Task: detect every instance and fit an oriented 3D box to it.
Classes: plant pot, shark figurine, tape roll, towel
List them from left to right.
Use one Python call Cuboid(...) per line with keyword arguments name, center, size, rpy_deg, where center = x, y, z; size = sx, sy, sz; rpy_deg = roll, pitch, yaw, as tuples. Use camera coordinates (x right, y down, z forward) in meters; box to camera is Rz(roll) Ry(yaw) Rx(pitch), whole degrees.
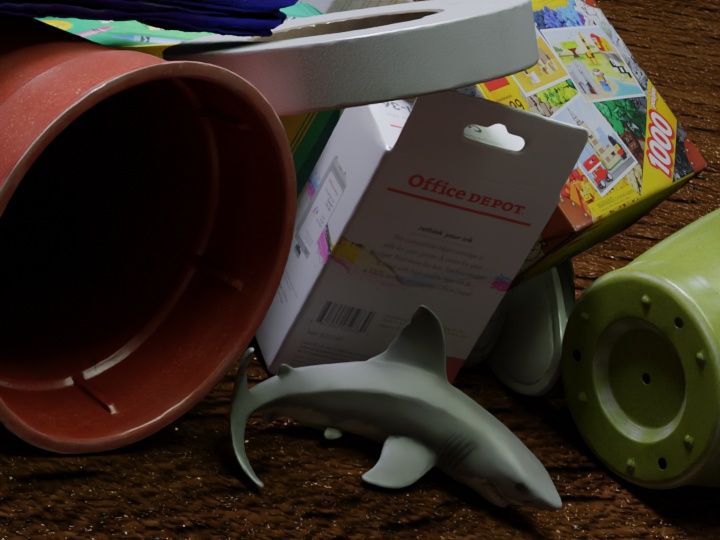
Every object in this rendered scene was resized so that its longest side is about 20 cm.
Cuboid(name="plant pot", center=(-0.170, -0.041, 1.239), size=(0.200, 0.202, 0.195), rpy_deg=(2, 22, -47))
Cuboid(name="towel", center=(-0.146, -0.149, 1.251), size=(0.199, 0.050, 0.147), rpy_deg=(3, 5, -42))
Cuboid(name="tape roll", center=(-0.004, -0.114, 1.313), size=(0.201, 0.037, 0.203), rpy_deg=(-8, 9, 1))
Cuboid(name="shark figurine", center=(0.006, 0.059, 1.321), size=(0.213, 0.090, 0.128), rpy_deg=(15, 20, -31))
Cuboid(name="plant pot", center=(0.229, 0.048, 1.487), size=(0.192, 0.202, 0.200), rpy_deg=(-11, 38, -41))

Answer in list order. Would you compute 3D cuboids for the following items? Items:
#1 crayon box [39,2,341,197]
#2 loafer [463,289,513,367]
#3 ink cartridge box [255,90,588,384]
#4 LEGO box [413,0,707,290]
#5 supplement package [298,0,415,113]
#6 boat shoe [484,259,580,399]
Cuboid(name="crayon box", center=(-0.111, -0.085, 1.425), size=(0.199, 0.120, 0.058), rpy_deg=(-6, 26, -26))
Cuboid(name="loafer", center=(0.000, 0.000, 1.486), size=(0.199, 0.070, 0.070), rpy_deg=(14, 21, -26))
Cuboid(name="ink cartridge box", center=(0.030, -0.027, 1.385), size=(0.116, 0.201, 0.068), rpy_deg=(13, 32, -28))
Cuboid(name="LEGO box", center=(0.108, -0.085, 1.517), size=(0.149, 0.077, 0.200), rpy_deg=(56, 33, 6))
Cuboid(name="supplement package", center=(-0.015, -0.125, 1.600), size=(0.119, 0.122, 0.200), rpy_deg=(30, -6, 42))
Cuboid(name="boat shoe", center=(0.108, 0.016, 1.571), size=(0.060, 0.072, 0.202), rpy_deg=(29, 23, -30))
